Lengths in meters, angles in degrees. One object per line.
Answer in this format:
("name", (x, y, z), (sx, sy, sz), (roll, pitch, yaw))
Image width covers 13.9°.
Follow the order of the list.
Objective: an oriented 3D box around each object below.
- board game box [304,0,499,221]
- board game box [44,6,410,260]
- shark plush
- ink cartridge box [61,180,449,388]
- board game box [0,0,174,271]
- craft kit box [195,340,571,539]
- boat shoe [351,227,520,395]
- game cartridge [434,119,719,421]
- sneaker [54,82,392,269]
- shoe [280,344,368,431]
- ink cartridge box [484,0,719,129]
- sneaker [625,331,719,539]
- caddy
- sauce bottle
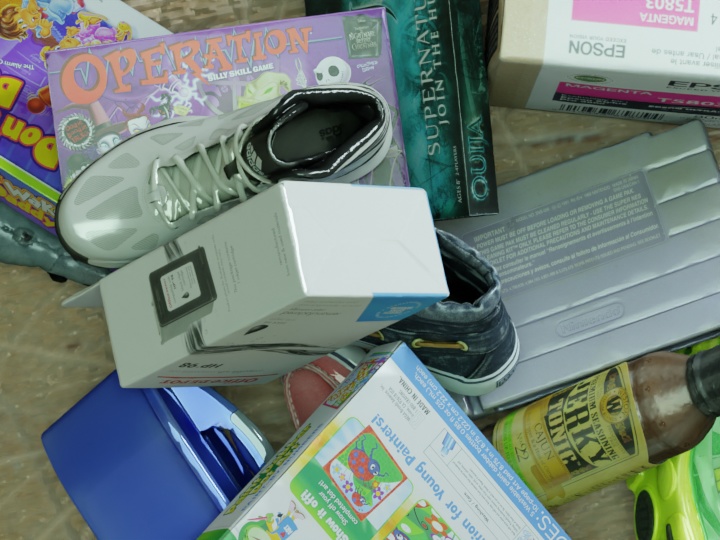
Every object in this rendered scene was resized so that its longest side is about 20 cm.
("board game box", (0.020, -0.126, 1.732), (0.028, 0.135, 0.201), (-4, 88, -39))
("board game box", (-0.076, -0.079, 1.692), (0.199, 0.032, 0.121), (-8, 81, -3))
("shark plush", (-0.238, -0.025, 1.751), (0.200, 0.083, 0.091), (37, 90, 0))
("ink cartridge box", (-0.062, 0.017, 1.648), (0.200, 0.115, 0.067), (-27, 71, 42))
("board game box", (-0.175, -0.099, 1.745), (0.199, 0.045, 0.135), (31, 65, 0))
("craft kit box", (0.017, 0.180, 1.664), (0.200, 0.048, 0.198), (50, 63, -13))
("boat shoe", (0.000, 0.000, 1.714), (0.199, 0.091, 0.071), (19, 60, 20))
("game cartridge", (0.129, 0.000, 1.752), (0.199, 0.038, 0.130), (-19, 71, 10))
("sneaker", (-0.078, -0.063, 1.619), (0.199, 0.115, 0.076), (-21, 85, -3))
("shoe", (0.002, 0.136, 1.737), (0.071, 0.091, 0.201), (-31, 93, 37))
("ink cartridge box", (0.173, -0.134, 1.708), (0.199, 0.165, 0.076), (6, 84, 1))
("sneaker", (0.206, 0.126, 1.765), (0.083, 0.074, 0.201), (7, 79, -35))
("caddy", (-0.096, 0.130, 1.722), (0.105, 0.141, 0.201), (-34, 90, 3))
("sauce bottle", (0.156, 0.085, 1.714), (0.199, 0.065, 0.065), (-28, 89, 33))
